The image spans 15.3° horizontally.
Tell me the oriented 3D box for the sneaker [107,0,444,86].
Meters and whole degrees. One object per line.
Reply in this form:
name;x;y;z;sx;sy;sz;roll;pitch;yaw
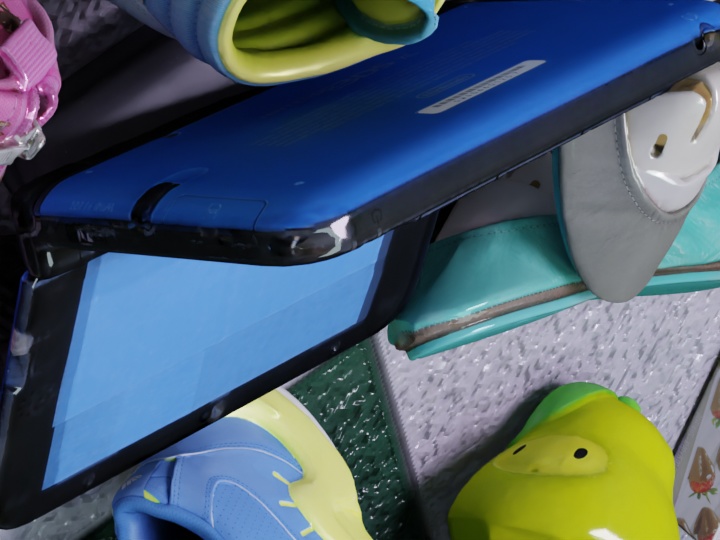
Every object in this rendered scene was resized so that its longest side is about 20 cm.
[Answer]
sneaker;0.006;-0.135;0.757;0.200;0.131;0.079;-51;142;3

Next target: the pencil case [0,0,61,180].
pencil case;-0.158;0.003;0.750;0.083;0.087;0.200;14;116;-36

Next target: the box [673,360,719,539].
box;0.189;0.031;1.170;0.041;0.039;0.201;-6;127;-44

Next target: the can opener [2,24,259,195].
can opener;-0.035;-0.096;0.834;0.200;0.053;0.067;-36;110;-15

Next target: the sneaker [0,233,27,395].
sneaker;-0.074;0.020;0.872;0.200;0.060;0.104;-35;140;-30

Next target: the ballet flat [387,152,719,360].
ballet flat;0.075;-0.016;0.998;0.200;0.071;0.067;-11;175;-45

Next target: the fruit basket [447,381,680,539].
fruit basket;0.068;0.140;1.048;0.155;0.215;0.216;9;116;-56

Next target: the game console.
game console;0.000;0.000;0.798;0.200;0.170;0.119;-28;114;-42

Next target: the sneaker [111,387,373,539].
sneaker;-0.016;0.131;0.925;0.076;0.200;0.105;-42;-179;35

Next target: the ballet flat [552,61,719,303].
ballet flat;0.101;-0.081;0.905;0.067;0.064;0.201;-20;114;-45
